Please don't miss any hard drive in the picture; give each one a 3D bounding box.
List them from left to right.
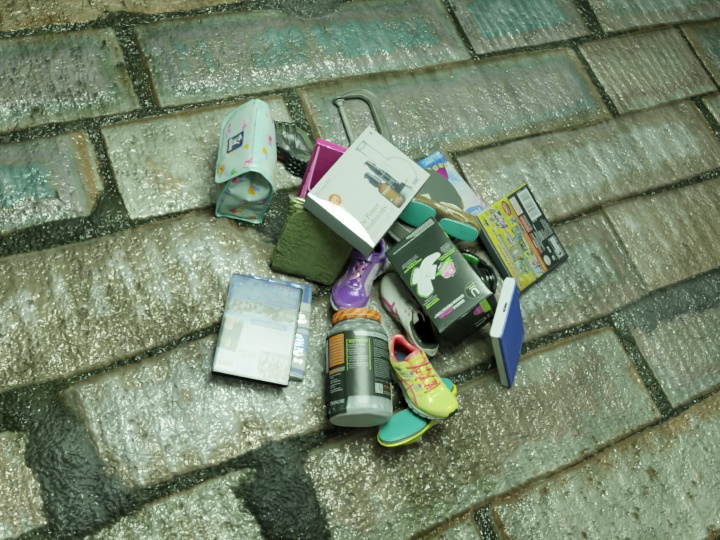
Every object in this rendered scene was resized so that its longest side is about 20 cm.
[{"bbox_3d":[0.295,0.126,1.340,0.025,0.201,0.133,8,57,24],"label":"hard drive"}]

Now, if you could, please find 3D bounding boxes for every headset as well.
[{"bbox_3d":[0.240,0.048,1.438,0.123,0.094,0.200,-30,62,-23],"label":"headset"}]

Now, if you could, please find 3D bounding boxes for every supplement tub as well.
[{"bbox_3d":[-0.004,0.180,1.253,0.121,0.123,0.202,6,64,-15],"label":"supplement tub"}]

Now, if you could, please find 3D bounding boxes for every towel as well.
[{"bbox_3d":[-0.168,0.107,1.293,0.145,0.024,0.202,11,62,-13],"label":"towel"},{"bbox_3d":[-0.087,-0.054,1.298,0.147,0.201,0.037,17,45,-9],"label":"towel"}]

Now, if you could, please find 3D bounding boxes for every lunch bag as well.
[{"bbox_3d":[-0.222,-0.215,1.328,0.121,0.200,0.172,8,64,-14],"label":"lunch bag"}]

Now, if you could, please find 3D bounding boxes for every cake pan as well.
[{"bbox_3d":[0.134,-0.139,1.452,0.198,0.037,0.202,7,64,-14],"label":"cake pan"}]

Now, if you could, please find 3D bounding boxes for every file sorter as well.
[{"bbox_3d":[-0.056,-0.136,1.344,0.138,0.200,0.126,18,62,-8],"label":"file sorter"}]

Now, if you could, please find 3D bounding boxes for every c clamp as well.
[{"bbox_3d":[-0.009,-0.339,1.555,0.169,0.027,0.202,-5,68,-20],"label":"c clamp"}]

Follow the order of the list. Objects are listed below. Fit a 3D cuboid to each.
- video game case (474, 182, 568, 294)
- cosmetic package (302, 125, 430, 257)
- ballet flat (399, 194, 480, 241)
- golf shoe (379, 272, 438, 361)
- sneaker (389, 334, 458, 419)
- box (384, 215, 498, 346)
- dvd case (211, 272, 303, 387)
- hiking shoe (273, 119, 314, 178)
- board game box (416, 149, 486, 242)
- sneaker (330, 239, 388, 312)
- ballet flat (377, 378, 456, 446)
[{"bbox_3d":[0.361,-0.073,1.522,0.180,0.025,0.201,-32,92,-28],"label":"video game case"},{"bbox_3d":[0.013,-0.147,1.232,0.150,0.052,0.200,37,63,2],"label":"cosmetic package"},{"bbox_3d":[0.157,-0.121,1.398,0.198,0.068,0.073,17,42,-9],"label":"ballet flat"},{"bbox_3d":[0.104,0.085,1.352,0.072,0.092,0.201,-19,70,-24],"label":"golf shoe"},{"bbox_3d":[0.107,0.196,1.257,0.078,0.091,0.200,-26,47,-27],"label":"sneaker"},{"bbox_3d":[0.165,0.024,1.321,0.124,0.148,0.201,-37,64,6],"label":"box"},{"bbox_3d":[-0.190,0.110,1.260,0.141,0.018,0.202,13,61,-12],"label":"dvd case"},{"bbox_3d":[-0.167,-0.289,1.463,0.199,0.076,0.101,38,51,-8],"label":"hiking shoe"},{"bbox_3d":[0.162,-0.147,1.509,0.199,0.041,0.200,-34,79,-27],"label":"board game box"},{"bbox_3d":[0.000,0.000,1.338,0.080,0.089,0.201,20,48,11],"label":"sneaker"},{"bbox_3d":[0.114,0.284,1.275,0.199,0.068,0.067,-35,43,-31],"label":"ballet flat"}]
